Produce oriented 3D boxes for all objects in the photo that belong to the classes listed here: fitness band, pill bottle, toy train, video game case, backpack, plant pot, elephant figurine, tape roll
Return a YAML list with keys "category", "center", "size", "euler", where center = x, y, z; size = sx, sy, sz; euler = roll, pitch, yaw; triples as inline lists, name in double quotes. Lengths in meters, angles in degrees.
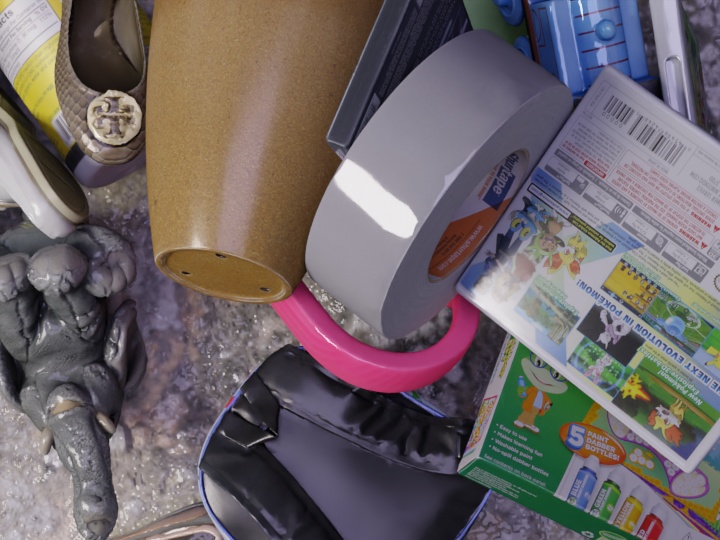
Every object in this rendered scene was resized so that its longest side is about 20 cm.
- category: "fitness band"
  center: [0.000, 0.000, 0.924]
  size: [0.143, 0.038, 0.200]
  euler: [-23, 61, -34]
- category: "pill bottle"
  center: [-0.217, -0.174, 0.957]
  size: [0.114, 0.114, 0.201]
  euler: [-34, 88, -3]
- category: "toy train"
  center: [0.156, -0.150, 0.899]
  size: [0.086, 0.114, 0.202]
  euler: [-14, 100, -14]
- category: "video game case"
  center: [0.035, -0.120, 0.849]
  size: [0.019, 0.200, 0.144]
  euler: [21, 84, 15]
- category: "backpack"
  center: [-0.021, 0.151, 0.924]
  size: [0.190, 0.154, 0.201]
  euler: [40, 73, -5]
- category: "plant pot"
  center: [-0.069, -0.087, 0.854]
  size: [0.184, 0.187, 0.202]
  euler: [12, 71, -1]
- category: "elephant figurine"
  center: [-0.219, 0.070, 0.943]
  size: [0.140, 0.155, 0.202]
  euler: [2, 116, 32]
- category: "video game case"
  center: [0.188, -0.001, 0.828]
  size: [0.199, 0.022, 0.183]
  euler: [38, 106, 15]
- category: "tape roll"
  center: [0.053, -0.053, 0.828]
  size: [0.066, 0.200, 0.201]
  euler: [38, 86, 18]
- category: "video game case"
  center: [0.241, -0.095, 0.925]
  size: [0.022, 0.200, 0.184]
  euler: [-8, 87, 18]

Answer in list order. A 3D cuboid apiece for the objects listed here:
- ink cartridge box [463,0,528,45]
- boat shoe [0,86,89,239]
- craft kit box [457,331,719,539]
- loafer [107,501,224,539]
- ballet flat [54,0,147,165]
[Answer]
- category: "ink cartridge box"
  center: [0.109, -0.145, 0.971]
  size: [0.200, 0.048, 0.146]
  euler: [40, 85, -18]
- category: "boat shoe"
  center: [-0.264, -0.076, 0.937]
  size: [0.068, 0.075, 0.200]
  euler: [-42, 47, -2]
- category: "craft kit box"
  center: [0.191, 0.094, 0.898]
  size: [0.198, 0.049, 0.199]
  euler: [26, 59, -5]
- category: "loafer"
  center: [-0.185, 0.236, 0.958]
  size: [0.199, 0.063, 0.072]
  euler: [-29, 89, -3]
- category: "ballet flat"
  center: [-0.177, -0.172, 0.883]
  size: [0.067, 0.046, 0.202]
  euler: [2, 72, -21]
